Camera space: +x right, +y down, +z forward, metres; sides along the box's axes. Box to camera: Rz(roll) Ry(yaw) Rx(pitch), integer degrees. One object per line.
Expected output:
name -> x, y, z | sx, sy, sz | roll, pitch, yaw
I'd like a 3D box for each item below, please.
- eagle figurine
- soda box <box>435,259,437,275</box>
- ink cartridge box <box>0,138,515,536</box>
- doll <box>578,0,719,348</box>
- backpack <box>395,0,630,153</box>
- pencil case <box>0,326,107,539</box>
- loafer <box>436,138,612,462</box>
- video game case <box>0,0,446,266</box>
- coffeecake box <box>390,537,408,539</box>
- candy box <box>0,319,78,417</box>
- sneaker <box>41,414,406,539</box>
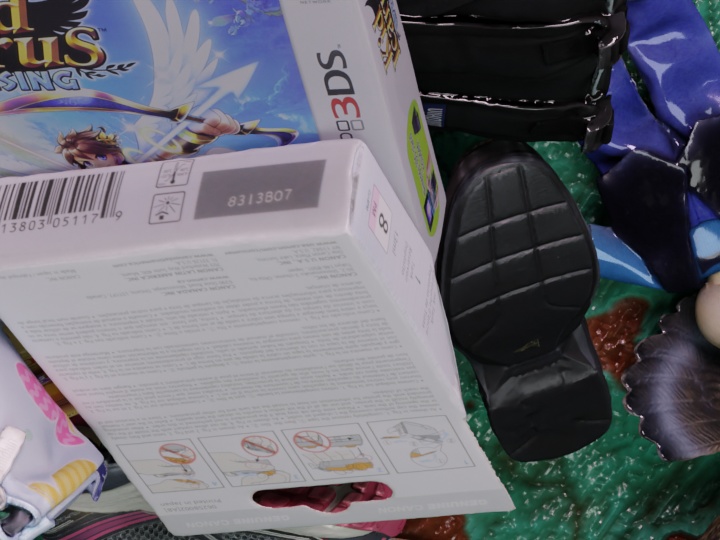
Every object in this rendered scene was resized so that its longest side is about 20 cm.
eagle figurine -> 0.230, 0.090, 1.293 | 0.199, 0.151, 0.152 | 3, 78, 17
soda box -> 0.000, 0.000, 1.199 | 0.068, 0.063, 0.200 | -12, 121, -6
ink cartridge box -> -0.041, 0.031, 1.049 | 0.162, 0.057, 0.200 | -6, 147, 21
doll -> 0.138, -0.046, 1.213 | 0.136, 0.048, 0.200 | -28, 116, 3
backpack -> 0.001, -0.132, 1.053 | 0.199, 0.151, 0.178 | -1, 159, 1
pencil case -> -0.187, 0.028, 1.037 | 0.083, 0.091, 0.200 | -35, 95, 7
loafer -> 0.065, 0.004, 1.181 | 0.073, 0.072, 0.200 | -15, 141, -3
video game case -> -0.081, -0.069, 0.997 | 0.199, 0.046, 0.181 | 0, 141, 14
coffeecake box -> -0.041, 0.225, 1.294 | 0.153, 0.073, 0.200 | 12, 115, -35
candy box -> -0.191, 0.047, 1.146 | 0.200, 0.057, 0.117 | -23, 163, -2
sneaker -> -0.065, 0.097, 1.193 | 0.200, 0.081, 0.075 | 4, 127, 31
